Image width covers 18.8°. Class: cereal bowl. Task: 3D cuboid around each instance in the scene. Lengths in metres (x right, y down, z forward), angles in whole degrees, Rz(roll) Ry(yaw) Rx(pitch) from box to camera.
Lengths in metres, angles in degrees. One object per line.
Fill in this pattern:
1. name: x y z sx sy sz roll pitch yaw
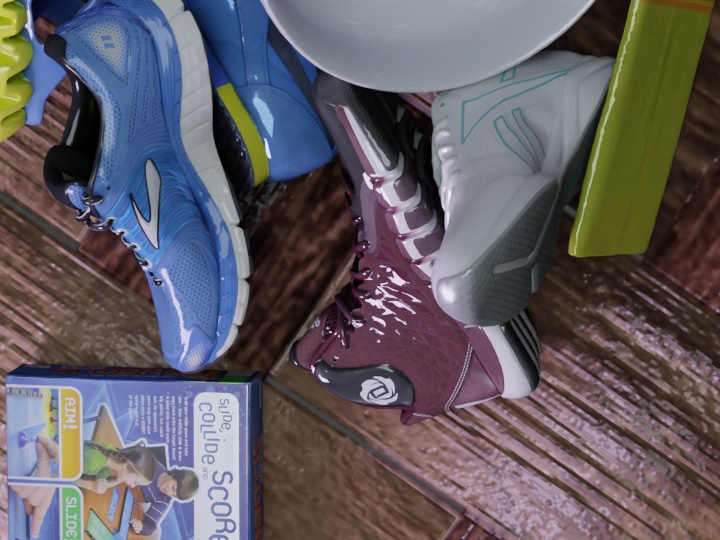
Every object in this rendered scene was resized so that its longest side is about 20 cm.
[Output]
1. cereal bowl: 0.031 -0.189 1.019 0.198 0.083 0.201 -12 128 -16

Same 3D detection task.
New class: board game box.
1. board game box: -0.120 0.153 1.163 0.134 0.034 0.202 2 98 8

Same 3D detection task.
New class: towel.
1. towel: 0.142 -0.106 1.066 0.018 0.086 0.202 19 101 31

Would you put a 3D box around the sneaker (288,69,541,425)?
1. sneaker: 0.000 0.000 1.091 0.115 0.076 0.201 -25 109 18

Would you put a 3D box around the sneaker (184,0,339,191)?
1. sneaker: -0.067 -0.141 1.109 0.078 0.066 0.201 -26 87 -16

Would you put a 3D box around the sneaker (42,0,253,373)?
1. sneaker: -0.114 -0.039 1.089 0.089 0.078 0.202 -21 112 -22

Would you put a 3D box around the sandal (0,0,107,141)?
1. sandal: -0.152 -0.155 1.081 0.086 0.080 0.201 -10 139 -23

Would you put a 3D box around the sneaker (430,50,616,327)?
1. sneaker: 0.063 -0.044 1.042 0.080 0.201 0.071 17 129 12
